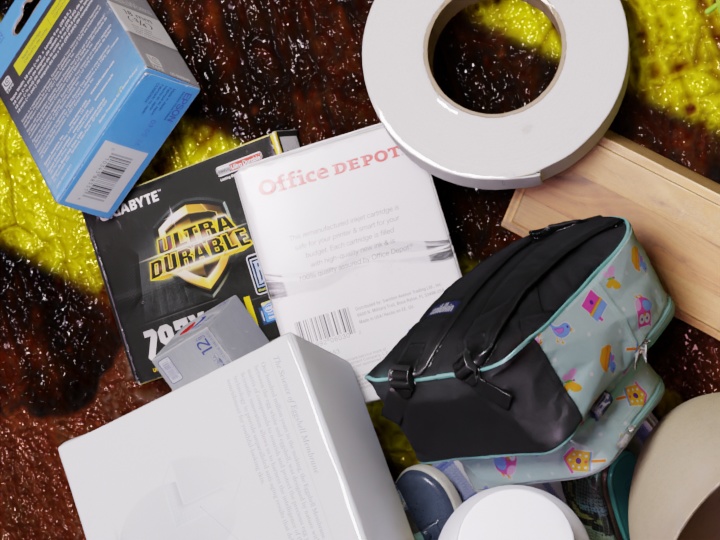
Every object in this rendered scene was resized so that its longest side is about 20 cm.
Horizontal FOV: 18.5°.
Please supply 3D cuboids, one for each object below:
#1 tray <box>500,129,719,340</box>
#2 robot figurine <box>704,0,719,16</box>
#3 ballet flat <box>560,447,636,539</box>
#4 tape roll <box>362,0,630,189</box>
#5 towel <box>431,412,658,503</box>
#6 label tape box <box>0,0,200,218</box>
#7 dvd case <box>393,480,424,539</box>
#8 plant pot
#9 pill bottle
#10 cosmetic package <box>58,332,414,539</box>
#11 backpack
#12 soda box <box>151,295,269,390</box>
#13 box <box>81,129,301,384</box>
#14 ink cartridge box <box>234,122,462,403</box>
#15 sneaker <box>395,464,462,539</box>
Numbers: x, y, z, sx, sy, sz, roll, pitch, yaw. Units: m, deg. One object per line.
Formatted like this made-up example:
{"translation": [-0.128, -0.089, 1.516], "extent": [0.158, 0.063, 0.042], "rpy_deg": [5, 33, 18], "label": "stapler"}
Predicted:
{"translation": [0.212, -0.034, 1.645], "extent": [0.200, 0.037, 0.099], "rpy_deg": [29, 108, 22], "label": "tray"}
{"translation": [0.334, -0.189, 1.519], "extent": [0.200, 0.116, 0.176], "rpy_deg": [19, 116, 24], "label": "robot figurine"}
{"translation": [0.194, 0.217, 1.655], "extent": [0.074, 0.074, 0.200], "rpy_deg": [-6, 108, 28], "label": "ballet flat"}
{"translation": [0.101, -0.160, 1.643], "extent": [0.202, 0.037, 0.203], "rpy_deg": [-2, 79, 8], "label": "tape roll"}
{"translation": [0.151, 0.161, 1.705], "extent": [0.200, 0.024, 0.147], "rpy_deg": [-43, 79, 26], "label": "towel"}
{"translation": [-0.227, -0.164, 1.829], "extent": [0.144, 0.063, 0.200], "rpy_deg": [-52, 47, 22], "label": "label tape box"}
{"translation": [-0.023, 0.220, 1.677], "extent": [0.146, 0.022, 0.200], "rpy_deg": [-23, 71, -16], "label": "dvd case"}
{"translation": [0.269, 0.163, 1.569], "extent": [0.200, 0.200, 0.134], "rpy_deg": [-63, 34, 18], "label": "plant pot"}
{"translation": [0.108, 0.216, 1.570], "extent": [0.112, 0.200, 0.112], "rpy_deg": [-1, 71, 2], "label": "pill bottle"}
{"translation": [-0.080, 0.183, 1.587], "extent": [0.200, 0.123, 0.200], "rpy_deg": [-26, 68, 16], "label": "cosmetic package"}
{"translation": [0.132, 0.057, 1.581], "extent": [0.176, 0.200, 0.153], "rpy_deg": [-16, 119, 50], "label": "backpack"}
{"translation": [-0.076, 0.124, 1.761], "extent": [0.063, 0.068, 0.200], "rpy_deg": [-31, 101, 27], "label": "soda box"}
{"translation": [-0.119, -0.009, 1.811], "extent": [0.200, 0.049, 0.160], "rpy_deg": [-18, 89, 27], "label": "box"}
{"translation": [0.000, 0.000, 1.701], "extent": [0.146, 0.086, 0.200], "rpy_deg": [-16, 86, 0], "label": "ink cartridge box"}
{"translation": [0.027, 0.252, 1.730], "extent": [0.075, 0.084, 0.200], "rpy_deg": [19, 110, 32], "label": "sneaker"}
